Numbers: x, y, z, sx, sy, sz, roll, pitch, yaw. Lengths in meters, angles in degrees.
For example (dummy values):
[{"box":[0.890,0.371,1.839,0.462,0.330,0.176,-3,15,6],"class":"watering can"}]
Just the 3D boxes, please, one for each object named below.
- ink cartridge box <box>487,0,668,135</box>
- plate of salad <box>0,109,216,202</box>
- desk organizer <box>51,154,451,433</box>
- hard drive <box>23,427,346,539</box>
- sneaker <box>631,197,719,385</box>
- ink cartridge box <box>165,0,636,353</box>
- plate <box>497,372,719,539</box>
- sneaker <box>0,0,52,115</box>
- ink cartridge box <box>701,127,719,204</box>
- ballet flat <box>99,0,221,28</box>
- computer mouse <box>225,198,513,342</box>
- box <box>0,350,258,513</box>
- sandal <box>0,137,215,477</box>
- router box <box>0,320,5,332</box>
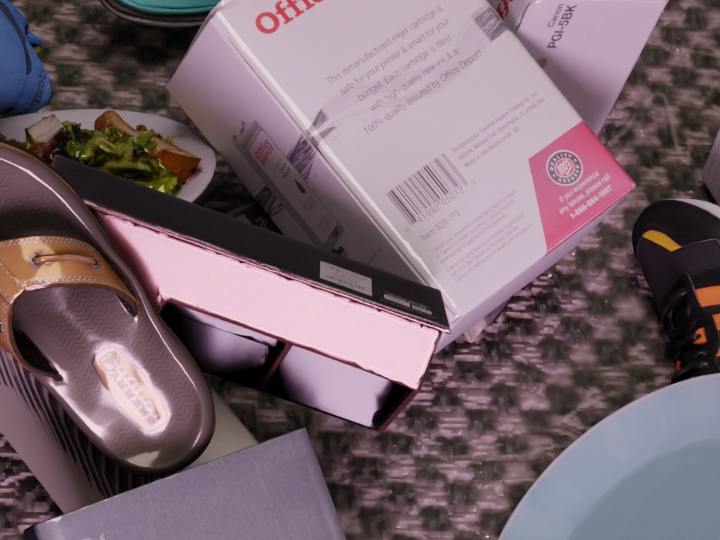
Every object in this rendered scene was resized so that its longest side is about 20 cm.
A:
[{"box":[0.087,-0.175,1.660,0.082,0.147,0.201,2,51,-21],"class":"ink cartridge box"},{"box":[-0.173,-0.051,1.521,0.199,0.048,0.200,-6,26,3],"class":"plate of salad"},{"box":[-0.065,0.020,1.409,0.199,0.077,0.072,19,13,-7],"class":"desk organizer"},{"box":[-0.054,0.188,1.347,0.139,0.033,0.201,-18,86,-26],"class":"hard drive"},{"box":[0.190,0.044,1.552,0.090,0.070,0.200,-20,60,-30],"class":"sneaker"},{"box":[0.020,-0.071,1.538,0.146,0.083,0.200,-35,83,-33],"class":"ink cartridge box"},{"box":[0.147,0.130,1.431,0.026,0.199,0.201,50,42,-29],"class":"plate"},{"box":[-0.222,-0.130,1.598,0.078,0.066,0.200,19,14,-33],"class":"sneaker"},{"box":[0.275,-0.032,1.584,0.084,0.146,0.201,-13,54,-23],"class":"ink cartridge box"},{"box":[-0.064,-0.176,1.688,0.199,0.064,0.068,-25,80,-24],"class":"ballet flat"},{"box":[0.000,0.000,1.572,0.140,0.046,0.200,43,56,2],"class":"computer mouse"},{"box":[-0.110,0.086,1.453,0.082,0.069,0.200,-26,60,-31],"class":"box"},{"box":[-0.141,0.019,1.341,0.200,0.082,0.055,53,9,-13],"class":"sandal"},{"box":[-0.264,0.072,1.318,0.150,0.201,0.062,30,8,33],"class":"router box"}]
